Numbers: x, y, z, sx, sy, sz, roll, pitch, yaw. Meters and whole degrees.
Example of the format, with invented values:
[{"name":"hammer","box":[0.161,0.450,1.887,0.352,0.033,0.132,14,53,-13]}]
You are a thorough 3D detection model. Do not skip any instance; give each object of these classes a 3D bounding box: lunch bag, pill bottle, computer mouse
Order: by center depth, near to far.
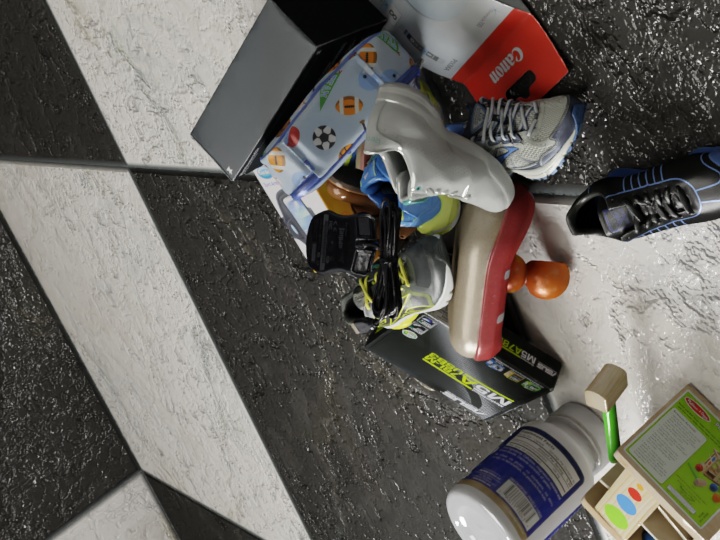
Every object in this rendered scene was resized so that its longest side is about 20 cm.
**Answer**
[{"name":"lunch bag","box":[-0.016,-0.163,1.228,0.076,0.200,0.160,45,-176,-2]},{"name":"computer mouse","box":[0.000,0.000,1.295,0.199,0.046,0.143,-6,82,60]},{"name":"pill bottle","box":[0.210,0.253,1.409,0.119,0.199,0.121,38,149,29]}]

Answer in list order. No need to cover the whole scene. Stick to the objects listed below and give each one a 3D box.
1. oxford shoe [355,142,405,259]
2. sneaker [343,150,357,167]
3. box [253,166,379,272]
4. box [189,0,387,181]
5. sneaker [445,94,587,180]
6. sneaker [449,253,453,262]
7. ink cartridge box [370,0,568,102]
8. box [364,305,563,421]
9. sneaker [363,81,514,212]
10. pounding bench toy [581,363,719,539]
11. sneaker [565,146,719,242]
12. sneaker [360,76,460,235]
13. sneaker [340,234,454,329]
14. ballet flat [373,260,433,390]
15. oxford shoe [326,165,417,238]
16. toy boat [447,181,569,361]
[{"name":"oxford shoe","box":[0.009,-0.100,1.488,0.075,0.070,0.202,38,149,34]},{"name":"sneaker","box":[-0.045,-0.140,1.542,0.083,0.070,0.200,53,149,17]},{"name":"box","box":[-0.065,-0.089,1.499,0.118,0.041,0.201,-2,126,55]},{"name":"box","box":[-0.079,-0.207,1.259,0.079,0.141,0.200,44,128,7]},{"name":"sneaker","box":[0.146,-0.136,1.178,0.085,0.078,0.199,27,159,-21]},{"name":"sneaker","box":[0.090,0.006,1.488,0.199,0.074,0.083,-4,112,47]},{"name":"ink cartridge box","box":[0.105,-0.241,1.196,0.201,0.047,0.160,55,154,3]},{"name":"box","box":[0.125,0.107,1.475,0.199,0.048,0.193,32,152,-9]},{"name":"sneaker","box":[0.072,-0.096,1.161,0.199,0.089,0.075,35,161,-35]},{"name":"pounding bench toy","box":[0.311,0.210,1.279,0.200,0.124,0.157,46,152,18]},{"name":"sneaker","box":[0.274,-0.061,1.086,0.071,0.078,0.199,60,153,-11]},{"name":"sneaker","box":[0.043,-0.135,1.299,0.076,0.104,0.202,-38,65,47]},{"name":"sneaker","box":[0.040,0.024,1.322,0.200,0.084,0.075,129,129,-58]},{"name":"ballet flat","box":[0.064,0.076,1.617,0.201,0.067,0.075,57,176,9]},{"name":"oxford shoe","box":[0.018,-0.072,1.373,0.071,0.072,0.199,40,-167,32]},{"name":"toy boat","box":[0.168,0.001,1.301,0.131,0.129,0.202,-87,1,-62]}]
